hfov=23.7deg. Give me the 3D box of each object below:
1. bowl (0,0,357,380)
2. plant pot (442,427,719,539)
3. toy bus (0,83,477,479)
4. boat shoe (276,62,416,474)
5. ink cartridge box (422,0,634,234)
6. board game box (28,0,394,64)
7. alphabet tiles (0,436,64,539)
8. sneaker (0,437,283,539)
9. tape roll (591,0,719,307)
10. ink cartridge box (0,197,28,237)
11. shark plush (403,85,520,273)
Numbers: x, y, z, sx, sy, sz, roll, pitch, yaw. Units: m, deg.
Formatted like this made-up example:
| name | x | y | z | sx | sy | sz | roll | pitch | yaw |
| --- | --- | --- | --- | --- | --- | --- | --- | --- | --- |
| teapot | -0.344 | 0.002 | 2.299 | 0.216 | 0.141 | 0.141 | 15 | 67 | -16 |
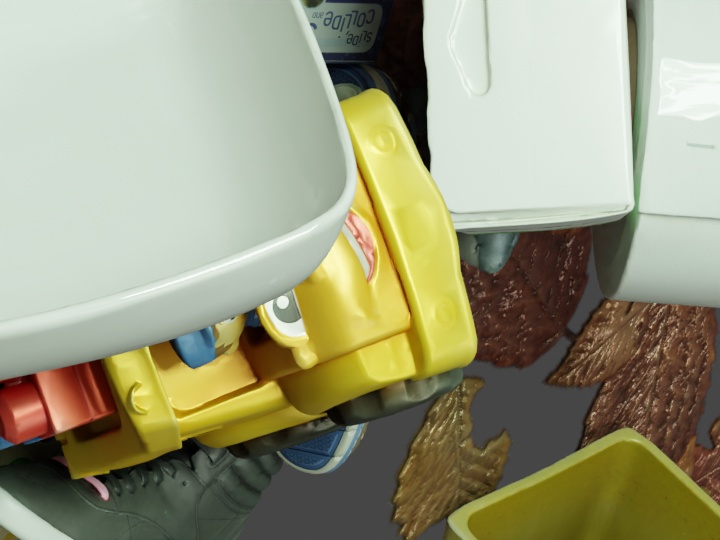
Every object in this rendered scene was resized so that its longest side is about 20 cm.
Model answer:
| name | x | y | z | sx | sy | sz | roll | pitch | yaw |
| --- | --- | --- | --- | --- | --- | --- | --- | --- | --- |
| bowl | -0.116 | -0.049 | 0.597 | 0.198 | 0.201 | 0.075 | -14 | 148 | -15 |
| plant pot | 0.159 | 0.268 | 1.182 | 0.194 | 0.194 | 0.201 | -18 | 139 | -39 |
| toy bus | -0.077 | 0.019 | 0.705 | 0.191 | 0.200 | 0.137 | -17 | 87 | -31 |
| boat shoe | 0.000 | 0.000 | 0.850 | 0.072 | 0.072 | 0.202 | -2 | 102 | -58 |
| ink cartridge box | 0.076 | -0.091 | 0.768 | 0.200 | 0.083 | 0.148 | -13 | 99 | -83 |
| board game box | -0.054 | -0.155 | 0.728 | 0.199 | 0.034 | 0.137 | -6 | 122 | -45 |
| alphabet tiles | -0.180 | 0.112 | 0.823 | 0.201 | 0.006 | 0.166 | -54 | 144 | -2 |
| sneaker | -0.108 | 0.094 | 0.829 | 0.100 | 0.070 | 0.200 | -58 | 151 | 1 |
| tape roll | 0.170 | -0.082 | 0.907 | 0.070 | 0.203 | 0.204 | 5 | 125 | 0 |
| ink cartridge box | -0.208 | 0.041 | 0.655 | 0.201 | 0.099 | 0.039 | -53 | 143 | -5 |
| shark plush | 0.094 | -0.100 | 0.899 | 0.201 | 0.083 | 0.091 | -53 | 144 | -3 |
